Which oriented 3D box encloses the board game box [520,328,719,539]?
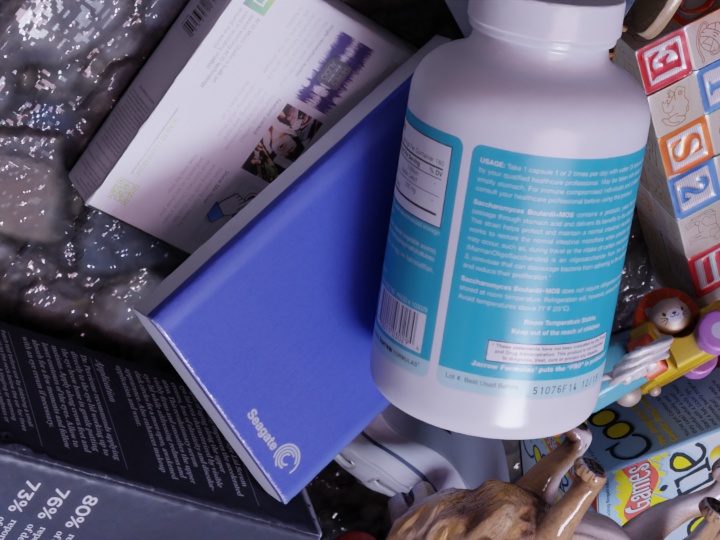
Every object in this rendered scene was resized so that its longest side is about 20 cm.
[{"bbox_3d":[0.203,0.092,1.228,0.200,0.105,0.103,-18,128,-14],"label":"board game box"}]

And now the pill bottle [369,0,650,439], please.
[{"bbox_3d":[0.070,-0.032,0.975,0.111,0.111,0.201,-1,112,-26],"label":"pill bottle"}]

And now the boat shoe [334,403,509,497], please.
[{"bbox_3d":[0.022,0.090,1.165,0.065,0.074,0.200,-11,146,24],"label":"boat shoe"}]

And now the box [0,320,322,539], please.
[{"bbox_3d":[-0.146,0.126,1.062,0.200,0.104,0.148,21,118,-36],"label":"box"}]

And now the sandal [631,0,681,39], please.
[{"bbox_3d":[0.151,-0.222,1.023,0.069,0.078,0.212,21,106,-14],"label":"sandal"}]

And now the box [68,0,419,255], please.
[{"bbox_3d":[-0.025,-0.058,1.056,0.200,0.036,0.144,28,106,-36],"label":"box"}]

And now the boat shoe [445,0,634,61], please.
[{"bbox_3d":[0.104,-0.117,1.030,0.091,0.071,0.200,-17,128,23],"label":"boat shoe"}]

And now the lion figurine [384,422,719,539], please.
[{"bbox_3d":[0.110,0.139,1.059,0.200,0.073,0.123,22,116,-27],"label":"lion figurine"}]

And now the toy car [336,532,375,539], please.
[{"bbox_3d":[0.034,0.201,1.131,0.200,0.175,0.150,-7,108,-27],"label":"toy car"}]

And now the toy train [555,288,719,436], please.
[{"bbox_3d":[0.170,0.018,1.093,0.200,0.056,0.150,-20,164,-36],"label":"toy train"}]

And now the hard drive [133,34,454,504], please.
[{"bbox_3d":[0.000,0.000,1.032,0.200,0.025,0.132,-43,125,-15],"label":"hard drive"}]

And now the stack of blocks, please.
[{"bbox_3d":[0.202,-0.077,1.142,0.115,0.059,0.200,-28,130,-8],"label":"stack of blocks"}]
